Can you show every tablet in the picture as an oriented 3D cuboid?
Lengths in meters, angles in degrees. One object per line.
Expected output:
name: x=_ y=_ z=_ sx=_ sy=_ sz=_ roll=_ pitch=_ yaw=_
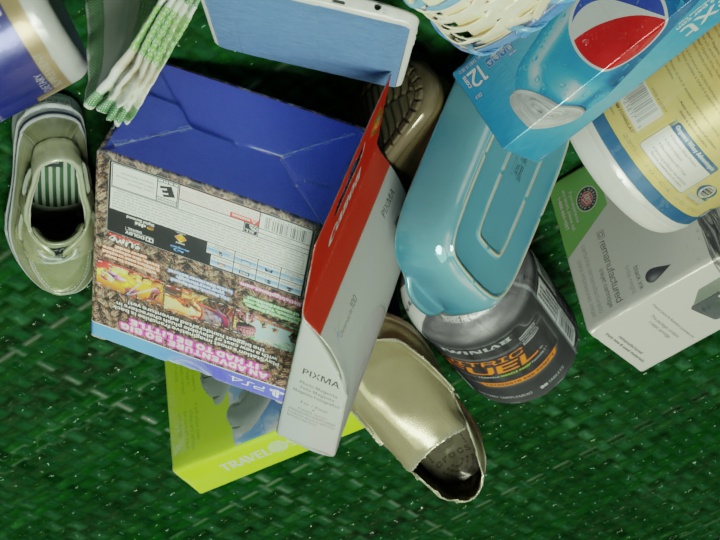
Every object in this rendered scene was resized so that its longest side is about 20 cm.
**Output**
tablet: x=-0.032 y=-0.147 z=0.992 sx=0.129 sy=0.014 sz=0.200 roll=13 pitch=177 yaw=0

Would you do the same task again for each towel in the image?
towel: x=-0.109 y=-0.197 z=0.910 sx=0.031 sy=0.150 sz=0.200 roll=12 pitch=136 yaw=-27

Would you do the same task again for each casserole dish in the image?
casserole dish: x=0.090 y=-0.060 z=1.108 sx=0.039 sy=0.201 sz=0.121 roll=11 pitch=159 yaw=37

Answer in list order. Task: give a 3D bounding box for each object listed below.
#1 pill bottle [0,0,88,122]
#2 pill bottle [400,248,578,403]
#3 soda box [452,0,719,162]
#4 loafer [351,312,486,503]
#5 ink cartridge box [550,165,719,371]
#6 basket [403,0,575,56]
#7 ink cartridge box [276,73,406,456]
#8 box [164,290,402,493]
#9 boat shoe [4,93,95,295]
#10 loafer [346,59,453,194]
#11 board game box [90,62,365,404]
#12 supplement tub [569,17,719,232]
pill bottle: x=-0.272 y=-0.121 z=0.962 sx=0.199 sy=0.116 sz=0.116 roll=-28 pitch=141 yaw=0
pill bottle: x=0.095 y=0.024 z=1.252 sx=0.106 sy=0.107 sz=0.200 roll=-21 pitch=152 yaw=13
soda box: x=0.159 y=-0.154 z=1.005 sx=0.200 sy=0.064 sz=0.068 roll=-39 pitch=161 yaw=18
loafer: x=0.042 y=0.104 z=1.214 sx=0.076 sy=0.068 sz=0.200 roll=-39 pitch=128 yaw=6
ink cartridge box: x=0.253 y=-0.041 z=1.200 sx=0.200 sy=0.146 sz=0.084 roll=-33 pitch=136 yaw=26
basket: x=0.091 y=-0.212 z=0.933 sx=0.176 sy=0.140 sz=0.200 roll=-36 pitch=162 yaw=19
ink cartridge box: x=0.000 y=0.000 z=1.060 sx=0.057 sy=0.163 sz=0.200 roll=21 pitch=140 yaw=1
box: x=-0.060 y=0.087 z=1.307 sx=0.199 sy=0.122 sz=0.048 roll=-23 pitch=140 yaw=16
boat shoe: x=-0.220 y=-0.038 z=1.157 sx=0.072 sy=0.062 sz=0.200 roll=-5 pitch=143 yaw=-7
loafer: x=0.020 y=-0.076 z=1.164 sx=0.067 sy=0.076 sz=0.200 roll=6 pitch=148 yaw=-24
board game box: x=-0.094 y=-0.023 z=1.133 sx=0.159 sy=0.097 sz=0.200 roll=19 pitch=140 yaw=4
supplement tub: x=0.245 y=-0.131 z=1.084 sx=0.200 sy=0.145 sz=0.144 roll=-33 pitch=137 yaw=28
